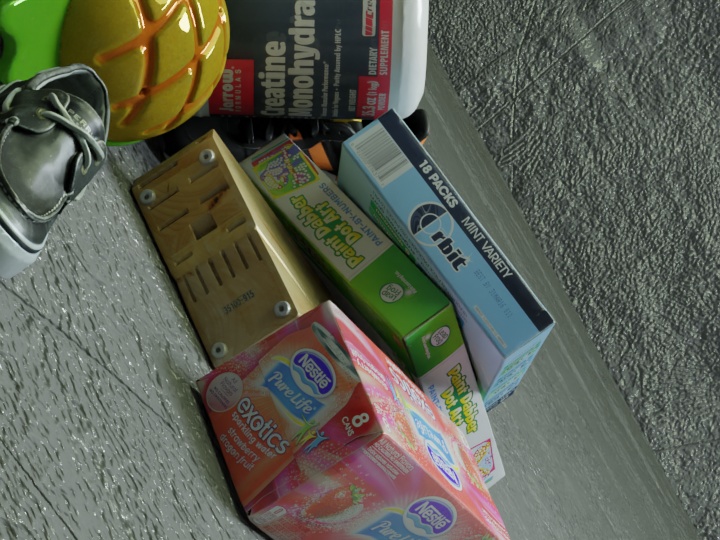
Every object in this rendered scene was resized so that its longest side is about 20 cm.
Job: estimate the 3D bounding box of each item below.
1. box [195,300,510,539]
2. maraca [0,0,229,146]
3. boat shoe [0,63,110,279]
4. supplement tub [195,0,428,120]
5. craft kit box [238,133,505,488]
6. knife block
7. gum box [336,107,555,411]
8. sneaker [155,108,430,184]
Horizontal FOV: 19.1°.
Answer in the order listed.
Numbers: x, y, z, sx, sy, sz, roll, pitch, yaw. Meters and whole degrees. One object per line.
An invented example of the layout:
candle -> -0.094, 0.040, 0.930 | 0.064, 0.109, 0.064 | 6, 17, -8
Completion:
box -> 0.001, 0.119, 1.252 | 0.200, 0.094, 0.103 | 47, 16, -51
maraca -> -0.148, -0.145, 1.259 | 0.107, 0.138, 0.200 | 17, -2, 29
boat shoe -> -0.162, -0.063, 1.054 | 0.072, 0.071, 0.200 | 55, 11, -22
supplement tub -> -0.057, -0.171, 1.414 | 0.140, 0.199, 0.141 | -179, -90, -88
craft kit box -> 0.008, 0.034, 1.429 | 0.200, 0.048, 0.198 | 46, -12, 37
knife block -> -0.052, 0.028, 1.363 | 0.201, 0.064, 0.176 | 62, 9, 24
gum box -> 0.047, 0.003, 1.401 | 0.170, 0.044, 0.200 | 53, -11, 10
sneaker -> -0.044, -0.102, 1.486 | 0.199, 0.090, 0.070 | 6, 63, -34
